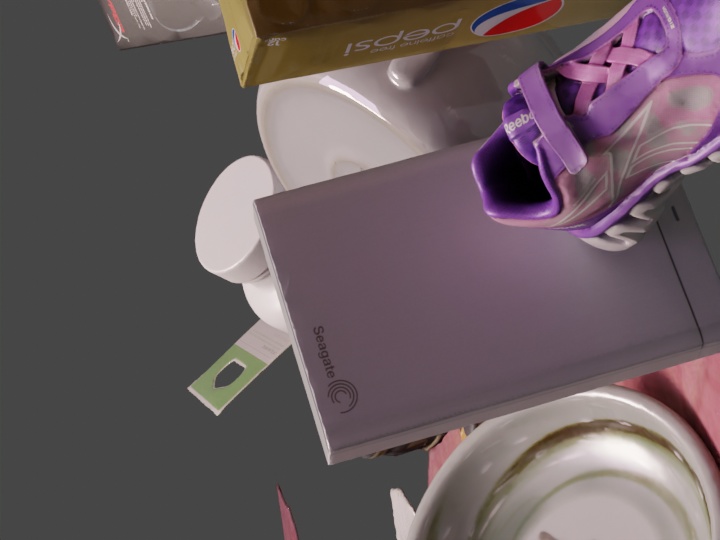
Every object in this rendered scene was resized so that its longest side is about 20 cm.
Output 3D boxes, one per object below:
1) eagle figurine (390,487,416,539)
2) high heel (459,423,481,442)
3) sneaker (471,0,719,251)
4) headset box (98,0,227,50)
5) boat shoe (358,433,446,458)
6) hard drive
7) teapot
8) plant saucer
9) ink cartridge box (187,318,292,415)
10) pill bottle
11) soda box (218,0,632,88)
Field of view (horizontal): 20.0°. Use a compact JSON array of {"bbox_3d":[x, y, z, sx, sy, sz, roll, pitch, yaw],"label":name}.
[{"bbox_3d":[0.053,0.255,1.355,0.150,0.200,0.152,6,138,49],"label":"eagle figurine"},{"bbox_3d":[0.098,0.141,1.254,0.200,0.071,0.143,-106,2,-61],"label":"high heel"},{"bbox_3d":[0.109,-0.073,0.864,0.200,0.088,0.081,126,136,-51],"label":"sneaker"},{"bbox_3d":[-0.084,-0.221,1.211,0.199,0.075,0.149,-4,117,42],"label":"headset box"},{"bbox_3d":[0.057,0.063,1.389,0.200,0.073,0.075,-49,43,50],"label":"boat shoe"},{"bbox_3d":[0.062,0.002,0.960,0.027,0.199,0.133,90,164,-66],"label":"hard drive"},{"bbox_3d":[0.050,-0.086,1.096,0.200,0.146,0.198,7,137,56],"label":"teapot"},{"bbox_3d":[0.112,0.160,1.056,0.050,0.200,0.201,33,-155,-44],"label":"plant saucer"},{"bbox_3d":[-0.030,0.037,1.469,0.048,0.200,0.145,45,174,-12],"label":"ink cartridge box"},{"bbox_3d":[0.000,0.000,1.233,0.104,0.199,0.105,-28,51,40],"label":"pill bottle"},{"bbox_3d":[0.034,-0.142,0.938,0.064,0.199,0.068,120,136,-72],"label":"soda box"}]
